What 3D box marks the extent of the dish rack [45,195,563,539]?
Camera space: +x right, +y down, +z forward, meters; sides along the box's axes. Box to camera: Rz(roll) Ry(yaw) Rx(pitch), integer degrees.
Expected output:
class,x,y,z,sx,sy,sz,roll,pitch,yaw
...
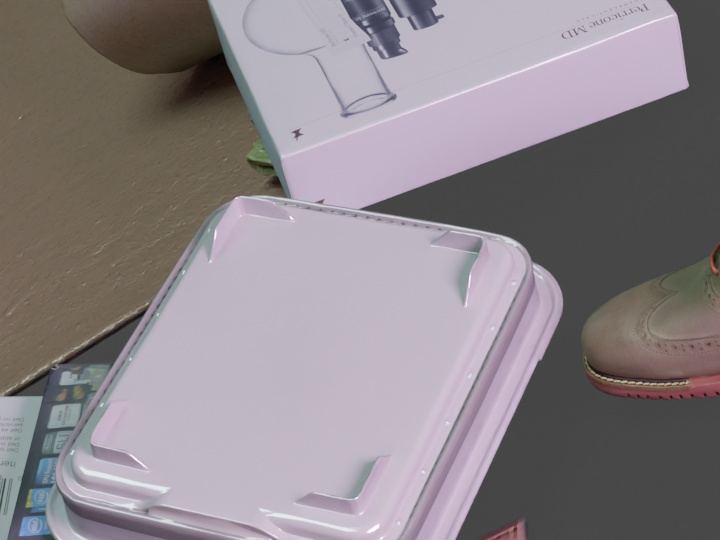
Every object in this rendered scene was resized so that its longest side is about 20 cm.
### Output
class,x,y,z,sx,sy,sz,roll,pitch,yaw
dish rack,-0.024,0.041,0.945,0.171,0.044,0.200,11,48,21

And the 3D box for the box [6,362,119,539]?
class,x,y,z,sx,sy,sz,roll,pitch,yaw
box,-0.061,0.112,0.954,0.161,0.049,0.200,-4,35,7

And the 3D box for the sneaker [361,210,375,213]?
class,x,y,z,sx,sy,sz,roll,pitch,yaw
sneaker,0.000,0.000,1.098,0.200,0.075,0.087,-2,36,47

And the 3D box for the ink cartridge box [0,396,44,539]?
class,x,y,z,sx,sy,sz,roll,pitch,yaw
ink cartridge box,-0.208,0.152,1.001,0.146,0.084,0.200,0,44,3

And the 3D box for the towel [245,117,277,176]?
class,x,y,z,sx,sy,sz,roll,pitch,yaw
towel,0.032,-0.114,1.266,0.200,0.037,0.148,-44,27,-8

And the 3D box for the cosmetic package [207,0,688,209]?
class,x,y,z,sx,sy,sz,roll,pitch,yaw
cosmetic package,0.039,-0.113,1.143,0.200,0.052,0.151,-21,43,-5

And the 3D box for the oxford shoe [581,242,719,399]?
class,x,y,z,sx,sy,sz,roll,pitch,yaw
oxford shoe,0.163,-0.009,0.899,0.200,0.075,0.071,-23,32,29

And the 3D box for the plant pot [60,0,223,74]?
class,x,y,z,sx,sy,sz,roll,pitch,yaw
plant pot,-0.090,-0.214,1.432,0.183,0.200,0.201,-28,26,45
